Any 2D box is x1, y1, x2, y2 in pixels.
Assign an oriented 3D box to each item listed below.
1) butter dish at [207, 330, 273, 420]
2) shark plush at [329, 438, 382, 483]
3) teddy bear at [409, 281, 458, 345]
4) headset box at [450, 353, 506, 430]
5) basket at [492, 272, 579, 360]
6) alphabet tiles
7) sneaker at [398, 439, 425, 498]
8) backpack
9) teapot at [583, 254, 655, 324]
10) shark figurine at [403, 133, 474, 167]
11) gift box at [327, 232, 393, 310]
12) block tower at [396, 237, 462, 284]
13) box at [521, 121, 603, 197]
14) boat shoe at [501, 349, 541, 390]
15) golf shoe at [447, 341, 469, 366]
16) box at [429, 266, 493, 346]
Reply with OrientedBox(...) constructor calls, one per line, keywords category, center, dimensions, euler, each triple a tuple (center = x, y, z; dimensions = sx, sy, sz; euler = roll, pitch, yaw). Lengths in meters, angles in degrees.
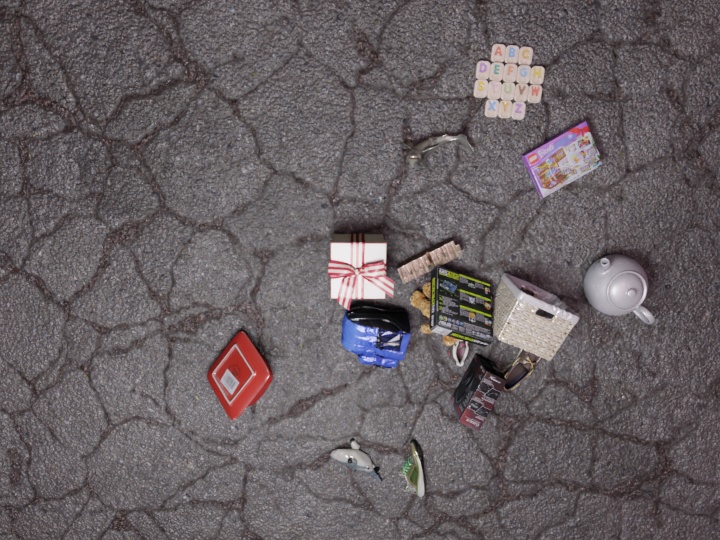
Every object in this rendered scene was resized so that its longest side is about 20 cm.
OrientedBox(category="butter dish", center=(-0.344, 0.326, 1.656), dimensions=(0.200, 0.147, 0.200), euler=(-50, 57, 9))
OrientedBox(category="shark plush", center=(-0.004, 0.637, 1.785), dimensions=(0.199, 0.092, 0.083), euler=(33, 121, -29))
OrientedBox(category="teddy bear", center=(0.237, 0.126, 1.617), dimensions=(0.143, 0.067, 0.203), euler=(-17, 68, -8))
OrientedBox(category="headset box", center=(0.359, 0.383, 1.673), dimensions=(0.076, 0.149, 0.202), euler=(26, 102, -6))
OrientedBox(category="basket", center=(0.499, 0.136, 1.595), dimensions=(0.195, 0.200, 0.163), euler=(22, 103, -7))
OrientedBox(category="alphabet tiles", center=(0.424, -0.538, 1.536), dimensions=(0.196, 0.015, 0.199), euler=(5, 102, -2))
OrientedBox(category="sneaker", center=(0.166, 0.658, 1.773), dimensions=(0.087, 0.077, 0.204), euler=(-5, 101, 9))
OrientedBox(category="backpack", center=(0.038, 0.197, 1.618), dimensions=(0.196, 0.163, 0.171), euler=(13, 106, -5))
OrientedBox(category="teapot", center=(0.781, 0.055, 1.609), dimensions=(0.196, 0.146, 0.201), euler=(2, 103, -2))
OrientedBox(category="shark figurine", center=(0.212, -0.342, 1.558), dimensions=(0.212, 0.128, 0.091), euler=(-24, 129, -13))
OrientedBox(category="gift box", center=(0.000, 0.000, 1.560), dimensions=(0.181, 0.187, 0.204), euler=(-4, 102, 0))
OrientedBox(category="block tower", center=(0.205, -0.031, 1.625), dimensions=(0.198, 0.058, 0.055), euler=(-27, 102, 3))
OrientedBox(category="box", center=(0.590, -0.325, 1.574), dimensions=(0.198, 0.039, 0.138), euler=(-28, 102, 5))
OrientedBox(category="boat shoe", center=(0.517, 0.300, 1.702), dimensions=(0.072, 0.060, 0.200), euler=(43, 99, -9))
OrientedBox(category="golf shoe", center=(0.316, 0.196, 1.662), dimensions=(0.076, 0.088, 0.204), euler=(1, 101, 0))
OrientedBox(category="box", center=(0.297, 0.105, 1.577), dimensions=(0.197, 0.196, 0.048), euler=(17, 146, -20))
